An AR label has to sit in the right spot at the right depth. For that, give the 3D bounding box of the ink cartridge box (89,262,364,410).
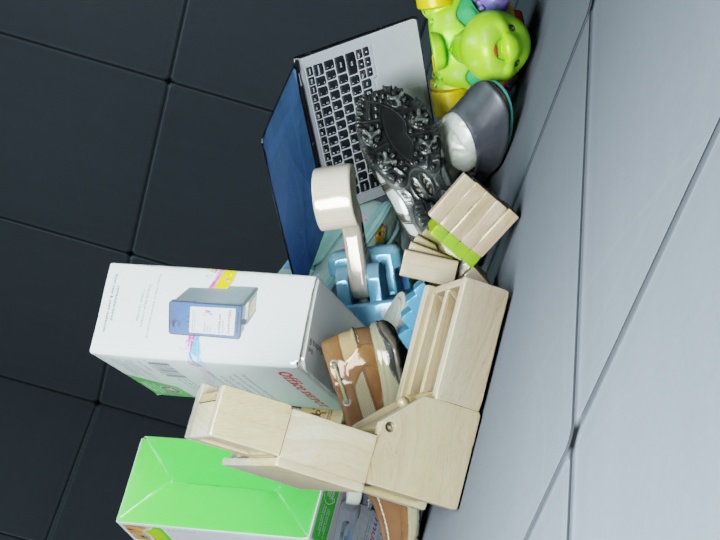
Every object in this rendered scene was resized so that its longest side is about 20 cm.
[{"bbox_3d":[-0.111,0.060,1.526,0.145,0.200,0.088,46,-128,-62],"label":"ink cartridge box"}]

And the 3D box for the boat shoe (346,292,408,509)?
[{"bbox_3d":[0.035,0.119,1.541,0.075,0.062,0.200,-105,27,-81],"label":"boat shoe"}]

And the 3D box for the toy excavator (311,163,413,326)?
[{"bbox_3d":[0.000,0.000,1.614,0.194,0.100,0.200,-25,-74,-77],"label":"toy excavator"}]

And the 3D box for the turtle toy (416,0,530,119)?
[{"bbox_3d":[0.111,-0.224,1.688,0.200,0.101,0.146,-86,-13,-74],"label":"turtle toy"}]

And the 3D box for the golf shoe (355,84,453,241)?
[{"bbox_3d":[0.049,-0.076,1.607,0.095,0.078,0.200,94,153,-63],"label":"golf shoe"}]

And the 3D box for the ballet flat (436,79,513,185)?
[{"bbox_3d":[0.097,-0.111,1.659,0.200,0.073,0.073,107,178,-68],"label":"ballet flat"}]

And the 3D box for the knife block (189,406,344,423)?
[{"bbox_3d":[-0.064,0.146,1.662,0.200,0.175,0.064,36,-115,-52],"label":"knife block"}]

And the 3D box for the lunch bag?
[{"bbox_3d":[-0.025,0.023,1.773,0.160,0.077,0.200,90,-155,-46],"label":"lunch bag"}]

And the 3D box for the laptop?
[{"bbox_3d":[-0.004,-0.109,1.654,0.116,0.200,0.187,-124,17,-49],"label":"laptop"}]

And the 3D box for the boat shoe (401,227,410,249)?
[{"bbox_3d":[0.056,-0.001,1.973,0.065,0.073,0.200,-85,0,-47],"label":"boat shoe"}]

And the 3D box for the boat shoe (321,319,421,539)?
[{"bbox_3d":[0.007,0.142,1.465,0.076,0.074,0.200,-105,6,-83],"label":"boat shoe"}]

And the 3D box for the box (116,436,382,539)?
[{"bbox_3d":[-0.098,0.241,1.648,0.177,0.200,0.097,62,-143,-51],"label":"box"}]

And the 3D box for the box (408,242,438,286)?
[{"bbox_3d":[0.078,-0.017,1.741,0.200,0.050,0.075,129,156,-81],"label":"box"}]

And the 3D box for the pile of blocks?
[{"bbox_3d":[0.069,0.013,1.456,0.062,0.082,0.200,-91,17,-78],"label":"pile of blocks"}]

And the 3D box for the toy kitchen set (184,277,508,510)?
[{"bbox_3d":[-0.023,0.081,1.367,0.163,0.200,0.181,160,127,-70],"label":"toy kitchen set"}]
